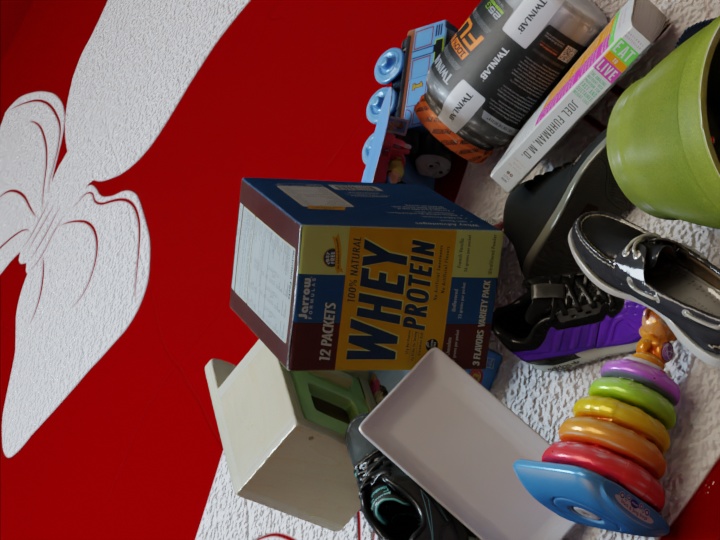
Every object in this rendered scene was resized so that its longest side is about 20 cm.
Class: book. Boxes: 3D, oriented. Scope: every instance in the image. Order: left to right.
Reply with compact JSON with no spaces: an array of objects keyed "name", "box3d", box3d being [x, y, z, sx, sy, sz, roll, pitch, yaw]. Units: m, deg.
[{"name":"book","box3d":[0.211,-0.172,1.502,0.200,0.048,0.134,-47,2,27]}]

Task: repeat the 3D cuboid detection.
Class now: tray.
[{"name":"tray","box3d":[0.104,0.170,1.367,0.107,0.200,0.022,-45,-15,-18]}]

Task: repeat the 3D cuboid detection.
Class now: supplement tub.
[{"name":"supplement tub","box3d":[0.152,-0.217,1.610,0.200,0.122,0.123,-51,34,20]}]

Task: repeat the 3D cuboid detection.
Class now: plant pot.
[{"name":"plant pot","box3d":[0.305,-0.115,1.272,0.193,0.200,0.201,-11,59,66]}]

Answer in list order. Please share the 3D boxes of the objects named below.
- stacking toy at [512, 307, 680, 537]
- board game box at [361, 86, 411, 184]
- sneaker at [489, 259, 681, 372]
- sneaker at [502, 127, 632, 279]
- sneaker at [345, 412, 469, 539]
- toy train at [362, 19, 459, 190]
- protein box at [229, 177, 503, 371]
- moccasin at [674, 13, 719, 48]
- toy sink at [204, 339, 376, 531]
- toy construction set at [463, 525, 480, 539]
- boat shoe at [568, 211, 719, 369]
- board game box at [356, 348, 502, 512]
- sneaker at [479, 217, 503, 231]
[{"name":"stacking toy","box3d":[0.227,0.115,1.298,0.110,0.116,0.201,-3,57,56]},{"name":"board game box","box3d":[0.025,-0.092,1.636,0.158,0.039,0.201,-98,22,-78]},{"name":"sneaker","box3d":[0.198,0.033,1.385,0.200,0.099,0.070,-28,46,39]},{"name":"sneaker","box3d":[0.205,-0.086,1.487,0.200,0.075,0.106,-54,33,18]},{"name":"sneaker","box3d":[0.033,0.192,1.384,0.075,0.079,0.200,-45,45,10]},{"name":"toy train","box3d":[0.069,-0.182,1.745,0.114,0.087,0.201,-13,60,42]},{"name":"protein box","box3d":[0.000,0.000,1.466,0.200,0.197,0.136,-141,55,-65]},{"name":"moccasin","box3d":[0.348,-0.208,1.367,0.200,0.068,0.081,8,74,57]},{"name":"toy sink","box3d":[-0.061,0.141,1.559,0.112,0.130,0.200,-50,33,21]},{"name":"toy construction set","box3d":[0.069,0.243,1.436,0.131,0.092,0.201,23,92,44]},{"name":"boat shoe","box3d":[0.252,0.003,1.296,0.074,0.060,0.200,-31,54,-17]},{"name":"board game box","box3d":[0.034,0.151,1.587,0.196,0.056,0.201,17,82,58]},{"name":"sneaker","box3d":[0.074,-0.013,1.616,0.200,0.082,0.078,-21,51,49]}]
